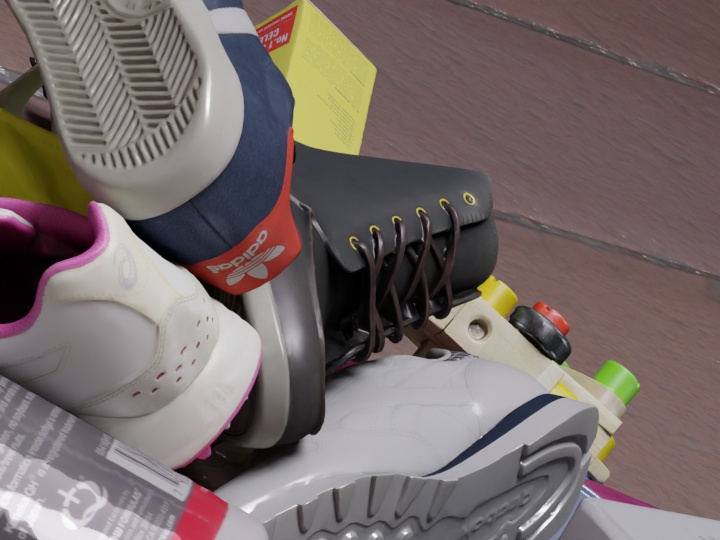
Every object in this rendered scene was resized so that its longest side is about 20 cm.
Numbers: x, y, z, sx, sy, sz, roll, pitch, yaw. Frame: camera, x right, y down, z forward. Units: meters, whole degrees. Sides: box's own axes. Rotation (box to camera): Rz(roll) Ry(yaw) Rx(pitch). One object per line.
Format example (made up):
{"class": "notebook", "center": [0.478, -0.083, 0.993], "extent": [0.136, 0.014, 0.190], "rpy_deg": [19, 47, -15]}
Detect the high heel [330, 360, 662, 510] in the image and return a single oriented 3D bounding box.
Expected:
{"class": "high heel", "center": [0.057, 0.084, 1.161], "extent": [0.200, 0.068, 0.096], "rpy_deg": [46, 51, 11]}

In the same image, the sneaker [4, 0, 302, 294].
{"class": "sneaker", "center": [-0.062, -0.070, 0.940], "extent": [0.085, 0.075, 0.201], "rpy_deg": [49, 20, -41]}

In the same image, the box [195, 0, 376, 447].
{"class": "box", "center": [-0.047, -0.018, 1.171], "extent": [0.050, 0.075, 0.201], "rpy_deg": [44, 36, -26]}

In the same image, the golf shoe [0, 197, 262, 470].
{"class": "golf shoe", "center": [-0.126, 0.009, 0.907], "extent": [0.199, 0.076, 0.092], "rpy_deg": [0, -38, 33]}

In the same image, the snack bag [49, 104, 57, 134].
{"class": "snack bag", "center": [-0.111, -0.067, 1.174], "extent": [0.021, 0.190, 0.200], "rpy_deg": [-2, 22, -4]}

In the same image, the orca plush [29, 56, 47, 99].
{"class": "orca plush", "center": [-0.086, -0.071, 1.342], "extent": [0.106, 0.071, 0.200], "rpy_deg": [68, -15, -5]}

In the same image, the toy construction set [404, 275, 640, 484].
{"class": "toy construction set", "center": [0.029, 0.034, 1.225], "extent": [0.199, 0.092, 0.131], "rpy_deg": [27, -11, -5]}

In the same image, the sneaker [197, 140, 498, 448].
{"class": "sneaker", "center": [0.000, 0.000, 1.014], "extent": [0.106, 0.075, 0.200], "rpy_deg": [4, 24, -7]}

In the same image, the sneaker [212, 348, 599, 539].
{"class": "sneaker", "center": [-0.005, 0.075, 1.006], "extent": [0.080, 0.077, 0.200], "rpy_deg": [34, 29, 29]}

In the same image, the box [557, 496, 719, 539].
{"class": "box", "center": [0.125, 0.172, 0.916], "extent": [0.199, 0.153, 0.106], "rpy_deg": [13, 24, -42]}

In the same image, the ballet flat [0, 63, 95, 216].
{"class": "ballet flat", "center": [-0.131, -0.052, 0.992], "extent": [0.199, 0.067, 0.067], "rpy_deg": [31, -8, 20]}

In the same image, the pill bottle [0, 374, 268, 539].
{"class": "pill bottle", "center": [-0.135, 0.074, 0.836], "extent": [0.199, 0.111, 0.111], "rpy_deg": [29, 17, -3]}

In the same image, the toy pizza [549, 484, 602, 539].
{"class": "toy pizza", "center": [0.039, 0.131, 1.046], "extent": [0.199, 0.032, 0.201], "rpy_deg": [20, 36, -15]}
